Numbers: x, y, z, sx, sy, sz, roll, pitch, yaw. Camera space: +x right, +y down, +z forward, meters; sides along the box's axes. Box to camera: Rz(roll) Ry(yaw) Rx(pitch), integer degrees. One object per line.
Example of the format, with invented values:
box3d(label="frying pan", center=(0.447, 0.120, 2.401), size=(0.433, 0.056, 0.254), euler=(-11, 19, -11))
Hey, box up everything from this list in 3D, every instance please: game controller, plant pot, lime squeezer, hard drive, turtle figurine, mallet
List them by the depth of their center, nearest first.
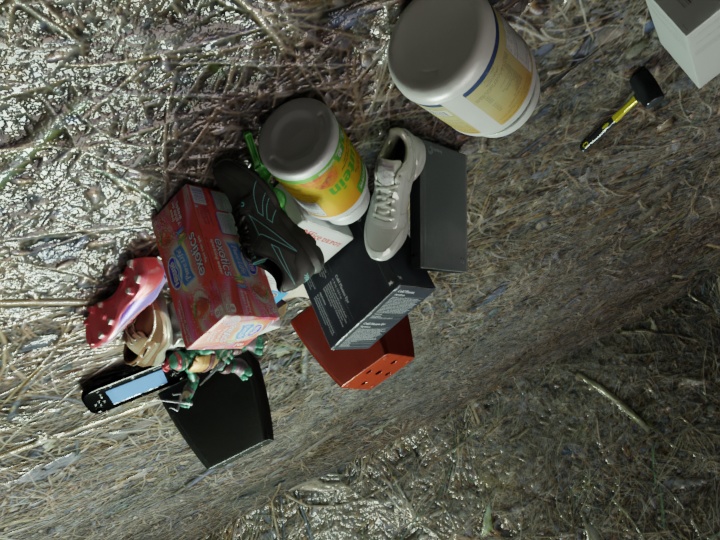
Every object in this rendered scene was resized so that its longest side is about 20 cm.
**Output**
box3d(label="lime squeezer", center=(-0.120, -0.111, 0.940), size=(0.038, 0.070, 0.203), euler=(-42, 126, -26))
box3d(label="hard drive", center=(0.130, -0.101, 1.113), size=(0.032, 0.205, 0.138), euler=(-3, 175, 40))
box3d(label="turtle figurine", center=(-0.272, 0.167, 1.208), size=(0.198, 0.102, 0.150), euler=(-6, 150, -50))
box3d(label="mallet", center=(0.493, -0.285, 1.282), size=(0.040, 0.067, 0.201), euler=(-13, 151, -31))
box3d(label="game controller", center=(-0.428, 0.216, 1.289), size=(0.196, 0.043, 0.105), euler=(-22, 161, -17))
box3d(label="plant pot", center=(-0.279, 0.303, 1.410), size=(0.196, 0.180, 0.200), euler=(-25, 166, -8))
box3d(label="plant pot", center=(0.004, 0.144, 1.451), size=(0.199, 0.179, 0.199), euler=(-37, 154, 20))

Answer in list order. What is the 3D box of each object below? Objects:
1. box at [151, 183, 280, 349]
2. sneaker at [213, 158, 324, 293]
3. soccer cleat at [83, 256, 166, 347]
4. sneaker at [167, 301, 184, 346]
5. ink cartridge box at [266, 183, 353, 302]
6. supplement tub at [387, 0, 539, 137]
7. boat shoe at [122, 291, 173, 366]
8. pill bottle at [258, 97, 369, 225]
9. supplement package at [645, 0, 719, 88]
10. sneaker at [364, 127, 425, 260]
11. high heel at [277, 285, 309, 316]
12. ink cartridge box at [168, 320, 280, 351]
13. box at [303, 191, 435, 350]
box3d(label="box", center=(-0.200, -0.003, 0.924), size=(0.094, 0.203, 0.102), euler=(-36, 155, 31))
box3d(label="sneaker", center=(-0.134, -0.060, 0.897), size=(0.079, 0.201, 0.075), euler=(-42, 180, -23))
box3d(label="soccer cleat", center=(-0.358, 0.053, 1.038), size=(0.076, 0.067, 0.200), euler=(3, 138, -51))
box3d(label="sneaker", center=(-0.234, 0.091, 1.114), size=(0.196, 0.082, 0.070), euler=(-3, 171, 26))
box3d(label="ink cartridge box", center=(-0.132, -0.037, 1.074), size=(0.199, 0.087, 0.145), euler=(-39, 154, 20))
box3d(label="supplement tub", center=(0.140, -0.259, 0.868), size=(0.144, 0.146, 0.198), euler=(-39, 153, 24))
box3d(label="boat shoe", center=(-0.360, 0.108, 1.127), size=(0.070, 0.077, 0.201), euler=(-10, 148, -30))
box3d(label="pill bottle", center=(-0.052, -0.138, 0.934), size=(0.110, 0.113, 0.200), euler=(-31, 155, 6))
box3d(label="supplement package", center=(0.533, -0.398, 1.048), size=(0.116, 0.119, 0.199), euler=(-38, 153, 20))
box3d(label="sneaker", center=(0.038, -0.118, 1.019), size=(0.073, 0.205, 0.099), euler=(12, 175, 24))
box3d(label="high heel", center=(-0.132, 0.017, 1.245), size=(0.199, 0.095, 0.068), euler=(-38, 156, -37))
box3d(label="ink cartridge box", center=(-0.274, 0.106, 1.268), size=(0.197, 0.051, 0.160), euler=(-19, 161, 26))
box3d(label="box", center=(0.000, 0.000, 1.144), size=(0.103, 0.203, 0.182), euler=(5, 141, -47))
